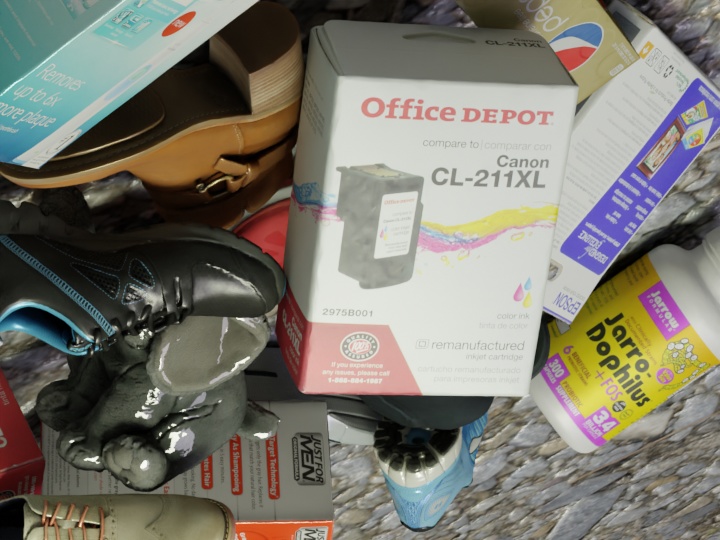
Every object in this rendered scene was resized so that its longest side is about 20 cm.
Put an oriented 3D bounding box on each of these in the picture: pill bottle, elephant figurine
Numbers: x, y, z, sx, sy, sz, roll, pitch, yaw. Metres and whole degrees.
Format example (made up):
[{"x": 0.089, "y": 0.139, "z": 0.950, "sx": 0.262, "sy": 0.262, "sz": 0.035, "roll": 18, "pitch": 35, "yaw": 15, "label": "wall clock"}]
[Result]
[{"x": 0.227, "y": 0.050, "z": 1.890, "sx": 0.199, "sy": 0.105, "sz": 0.104, "roll": -36, "pitch": 152, "yaw": 10, "label": "pill bottle"}, {"x": -0.124, "y": 0.030, "z": 1.503, "sx": 0.155, "sy": 0.141, "sz": 0.201, "roll": -42, "pitch": 154, "yaw": -53, "label": "elephant figurine"}]

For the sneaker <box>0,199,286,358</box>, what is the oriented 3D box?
[{"x": -0.141, "y": 0.016, "z": 1.384, "sx": 0.198, "sy": 0.083, "sz": 0.073, "roll": 5, "pitch": 150, "yaw": -13, "label": "sneaker"}]

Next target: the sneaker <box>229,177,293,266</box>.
[{"x": 0.000, "y": 0.000, "z": 1.517, "sx": 0.199, "sy": 0.116, "sz": 0.078, "roll": -16, "pitch": 145, "yaw": 21, "label": "sneaker"}]

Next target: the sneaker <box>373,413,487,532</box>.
[{"x": 0.056, "y": 0.118, "z": 1.775, "sx": 0.200, "sy": 0.078, "sz": 0.091, "roll": -58, "pitch": 150, "yaw": -53, "label": "sneaker"}]

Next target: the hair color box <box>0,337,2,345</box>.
[{"x": -0.292, "y": 0.008, "z": 1.356, "sx": 0.100, "sy": 0.061, "sz": 0.200, "roll": -30, "pitch": 153, "yaw": 1, "label": "hair color box"}]

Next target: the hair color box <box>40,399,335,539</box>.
[{"x": -0.120, "y": 0.146, "z": 1.638, "sx": 0.198, "sy": 0.102, "sz": 0.061, "roll": 0, "pitch": 143, "yaw": -5, "label": "hair color box"}]

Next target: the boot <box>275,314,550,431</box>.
[{"x": 0.060, "y": 0.059, "z": 1.622, "sx": 0.199, "sy": 0.077, "sz": 0.168, "roll": 2, "pitch": 165, "yaw": 27, "label": "boot"}]

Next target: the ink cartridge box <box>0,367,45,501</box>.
[{"x": -0.316, "y": 0.158, "z": 1.557, "sx": 0.199, "sy": 0.084, "sz": 0.145, "roll": -19, "pitch": 151, "yaw": -24, "label": "ink cartridge box"}]

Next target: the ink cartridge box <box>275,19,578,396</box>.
[{"x": 0.035, "y": -0.034, "z": 1.391, "sx": 0.144, "sy": 0.083, "sz": 0.202, "roll": 1, "pitch": 115, "yaw": -13, "label": "ink cartridge box"}]

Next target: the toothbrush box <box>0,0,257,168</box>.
[{"x": -0.132, "y": -0.145, "z": 1.192, "sx": 0.199, "sy": 0.086, "sz": 0.146, "roll": -37, "pitch": 171, "yaw": 9, "label": "toothbrush box"}]

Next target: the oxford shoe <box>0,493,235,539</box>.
[{"x": -0.178, "y": 0.173, "z": 1.497, "sx": 0.198, "sy": 0.071, "sz": 0.074, "roll": -12, "pitch": 150, "yaw": 12, "label": "oxford shoe"}]

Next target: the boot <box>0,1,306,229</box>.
[{"x": -0.117, "y": -0.065, "z": 1.396, "sx": 0.199, "sy": 0.074, "sz": 0.155, "roll": -22, "pitch": 153, "yaw": -15, "label": "boot"}]

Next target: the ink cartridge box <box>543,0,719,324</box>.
[{"x": 0.157, "y": -0.069, "z": 1.626, "sx": 0.201, "sy": 0.043, "sz": 0.198, "roll": -54, "pitch": 153, "yaw": 5, "label": "ink cartridge box"}]

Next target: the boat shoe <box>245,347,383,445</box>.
[{"x": -0.060, "y": 0.097, "z": 1.740, "sx": 0.199, "sy": 0.073, "sz": 0.071, "roll": 15, "pitch": 138, "yaw": -40, "label": "boat shoe"}]

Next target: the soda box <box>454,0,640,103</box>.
[{"x": 0.101, "y": -0.169, "z": 1.446, "sx": 0.068, "sy": 0.064, "sz": 0.200, "roll": -35, "pitch": 153, "yaw": 9, "label": "soda box"}]
